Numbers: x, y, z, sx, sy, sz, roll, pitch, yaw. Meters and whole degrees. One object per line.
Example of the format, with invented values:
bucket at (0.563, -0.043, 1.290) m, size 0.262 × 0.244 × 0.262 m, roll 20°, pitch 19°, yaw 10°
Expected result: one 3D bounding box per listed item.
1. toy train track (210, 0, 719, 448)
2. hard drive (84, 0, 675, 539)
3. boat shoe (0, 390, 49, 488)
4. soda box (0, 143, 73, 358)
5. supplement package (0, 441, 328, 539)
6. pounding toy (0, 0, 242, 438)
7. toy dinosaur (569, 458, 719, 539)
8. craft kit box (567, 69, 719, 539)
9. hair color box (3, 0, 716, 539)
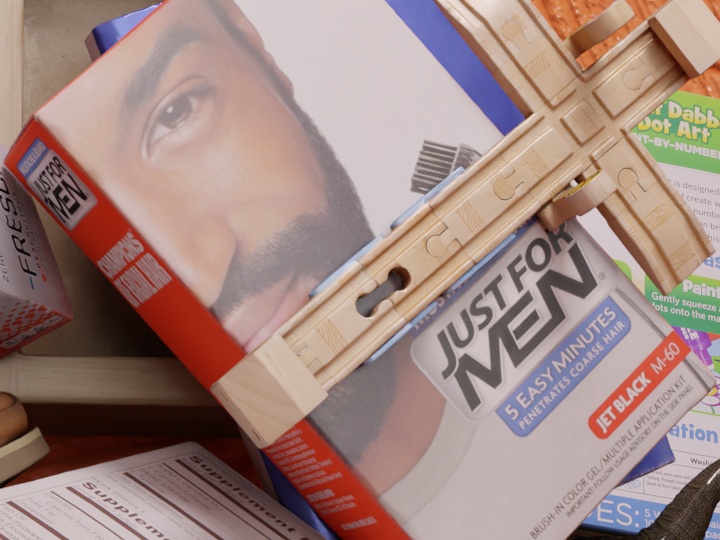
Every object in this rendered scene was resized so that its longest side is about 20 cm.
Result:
toy train track at (0.040, -0.021, 0.698) m, size 0.200 × 0.033 × 0.115 m, roll -40°, pitch 94°, yaw -21°
hard drive at (0.008, -0.006, 0.782) m, size 0.132 × 0.025 × 0.200 m, roll -21°, pitch 87°, yaw -20°
boat shoe at (-0.176, 0.061, 0.662) m, size 0.200 × 0.072 × 0.068 m, roll -22°, pitch 82°, yaw -44°
soda box at (-0.194, 0.025, 0.741) m, size 0.200 × 0.068 × 0.064 m, roll -27°, pitch 71°, yaw 13°
supplement package at (-0.082, 0.134, 0.673) m, size 0.109 × 0.114 × 0.200 m, roll 34°, pitch 20°, yaw 23°
pounding toy at (-0.057, -0.042, 0.858) m, size 0.184 × 0.142 × 0.201 m, roll 2°, pitch 79°, yaw -17°
toy dinosaur at (0.067, 0.122, 0.807) m, size 0.102 × 0.200 × 0.077 m, roll 4°, pitch 65°, yaw -65°
craft kit box at (0.130, 0.024, 0.932) m, size 0.199 × 0.049 × 0.198 m, roll 11°, pitch 64°, yaw -13°
hair color box at (0.000, 0.000, 0.732) m, size 0.111 × 0.064 × 0.200 m, roll -44°, pitch 94°, yaw -19°
